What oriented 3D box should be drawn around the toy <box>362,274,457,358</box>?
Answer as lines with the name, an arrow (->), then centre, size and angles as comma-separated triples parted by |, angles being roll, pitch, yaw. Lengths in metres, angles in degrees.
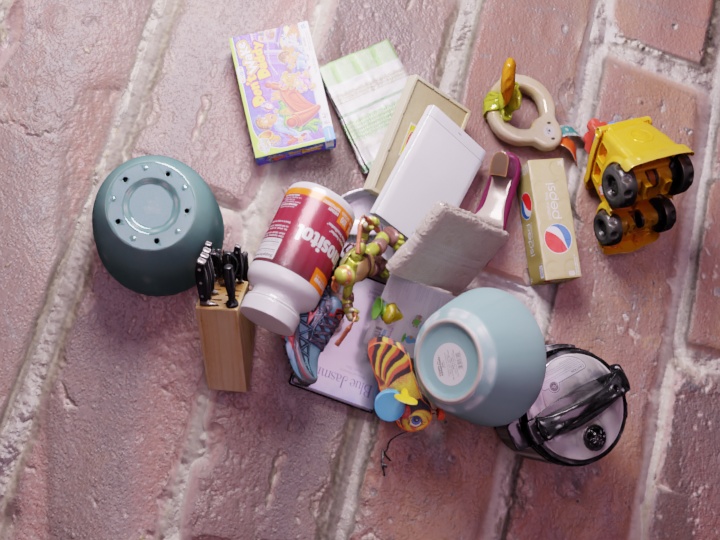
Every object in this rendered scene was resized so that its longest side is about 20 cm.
toy -> 0.105, 0.082, 1.207 | 0.197, 0.047, 0.117 | 18, 102, -25

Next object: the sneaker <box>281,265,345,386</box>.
sneaker -> -0.066, 0.071, 1.147 | 0.093, 0.079, 0.204 | -5, 71, 12

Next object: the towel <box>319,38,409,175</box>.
towel -> 0.029, -0.274, 1.279 | 0.147, 0.031, 0.203 | -24, 83, -16

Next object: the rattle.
rattle -> 0.312, -0.269, 1.274 | 0.199, 0.143, 0.131 | 38, 57, 4

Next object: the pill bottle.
pill bottle -> -0.093, -0.015, 1.095 | 0.111, 0.113, 0.203 | 26, 70, -5

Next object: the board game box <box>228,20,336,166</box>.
board game box -> -0.125, -0.285, 1.230 | 0.132, 0.045, 0.204 | -14, 83, -4

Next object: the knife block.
knife block -> -0.199, 0.066, 1.093 | 0.063, 0.176, 0.205 | 4, 79, 7

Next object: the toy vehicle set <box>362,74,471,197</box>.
toy vehicle set -> 0.095, -0.197, 1.241 | 0.123, 0.026, 0.203 | 26, 82, -28

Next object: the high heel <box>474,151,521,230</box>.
high heel -> 0.228, -0.097, 1.277 | 0.066, 0.096, 0.204 | 21, 98, 23

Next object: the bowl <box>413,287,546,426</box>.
bowl -> 0.153, 0.125, 1.087 | 0.104, 0.198, 0.205 | 4, 77, -49

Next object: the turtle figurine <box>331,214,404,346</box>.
turtle figurine -> 0.000, 0.000, 1.126 | 0.063, 0.161, 0.204 | 19, 113, 23

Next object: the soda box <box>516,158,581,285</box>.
soda box -> 0.312, -0.081, 1.276 | 0.066, 0.064, 0.205 | -5, 82, -11

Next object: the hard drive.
hard drive -> 0.112, -0.142, 1.225 | 0.131, 0.027, 0.202 | 34, 78, -27

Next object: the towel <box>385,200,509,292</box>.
towel -> 0.136, -0.034, 1.164 | 0.133, 0.198, 0.035 | -52, 53, 18

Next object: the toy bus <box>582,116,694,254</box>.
toy bus -> 0.435, -0.158, 1.277 | 0.133, 0.202, 0.194 | -15, 47, -14

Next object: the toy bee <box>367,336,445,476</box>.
toy bee -> 0.072, 0.196, 1.161 | 0.106, 0.132, 0.203 | -7, 120, 1

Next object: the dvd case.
dvd case -> -0.017, 0.106, 1.205 | 0.140, 0.018, 0.204 | 20, 78, -7

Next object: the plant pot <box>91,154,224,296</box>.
plant pot -> -0.298, -0.076, 1.111 | 0.196, 0.161, 0.205 | 2, 79, -10

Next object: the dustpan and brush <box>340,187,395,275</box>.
dustpan and brush -> -0.033, -0.068, 1.210 | 0.195, 0.057, 0.143 | 2, 80, -10

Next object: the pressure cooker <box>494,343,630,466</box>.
pressure cooker -> 0.305, 0.204, 1.155 | 0.176, 0.200, 0.179 | 22, 79, -6
